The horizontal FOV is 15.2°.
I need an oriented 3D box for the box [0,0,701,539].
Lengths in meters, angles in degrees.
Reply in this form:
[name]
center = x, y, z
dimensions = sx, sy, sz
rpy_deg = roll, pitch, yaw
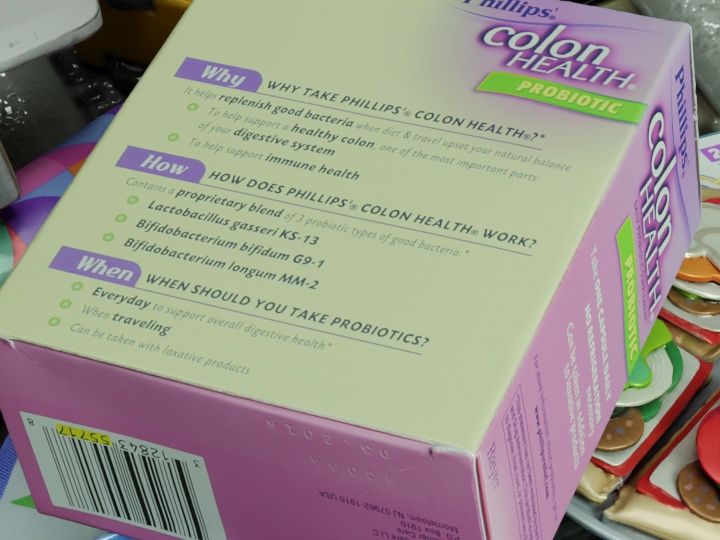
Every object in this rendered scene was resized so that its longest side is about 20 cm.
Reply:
[box]
center = 0.000, 0.000, 0.906
dimensions = 0.175, 0.097, 0.200
rpy_deg = 12, 51, 21

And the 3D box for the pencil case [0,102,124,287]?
[pencil case]
center = -0.110, -0.019, 1.102
dimensions = 0.199, 0.089, 0.088
rpy_deg = -31, 59, -22

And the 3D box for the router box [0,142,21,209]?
[router box]
center = -0.260, -0.019, 1.076
dimensions = 0.199, 0.049, 0.179
rpy_deg = -33, 27, -20

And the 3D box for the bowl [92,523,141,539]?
[bowl]
center = -0.041, 0.163, 0.853
dimensions = 0.199, 0.040, 0.201
rpy_deg = -3, 46, 3

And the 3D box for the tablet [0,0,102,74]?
[tablet]
center = -0.199, -0.083, 1.079
dimensions = 0.199, 0.014, 0.130
rpy_deg = -22, 25, 0

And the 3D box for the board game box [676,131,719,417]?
[board game box]
center = 0.155, 0.030, 1.044
dimensions = 0.152, 0.040, 0.200
rpy_deg = -14, 48, -38

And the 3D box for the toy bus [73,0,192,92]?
[toy bus]
center = -0.027, -0.106, 1.174
dimensions = 0.199, 0.065, 0.079
rpy_deg = 19, 56, 15

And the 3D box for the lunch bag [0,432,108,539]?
[lunch bag]
center = -0.038, 0.086, 0.998
dimensions = 0.169, 0.124, 0.200
rpy_deg = 27, 64, 14

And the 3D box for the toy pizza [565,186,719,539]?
[toy pizza]
center = 0.134, 0.031, 0.968
dimensions = 0.199, 0.032, 0.201
rpy_deg = 6, 43, -6
